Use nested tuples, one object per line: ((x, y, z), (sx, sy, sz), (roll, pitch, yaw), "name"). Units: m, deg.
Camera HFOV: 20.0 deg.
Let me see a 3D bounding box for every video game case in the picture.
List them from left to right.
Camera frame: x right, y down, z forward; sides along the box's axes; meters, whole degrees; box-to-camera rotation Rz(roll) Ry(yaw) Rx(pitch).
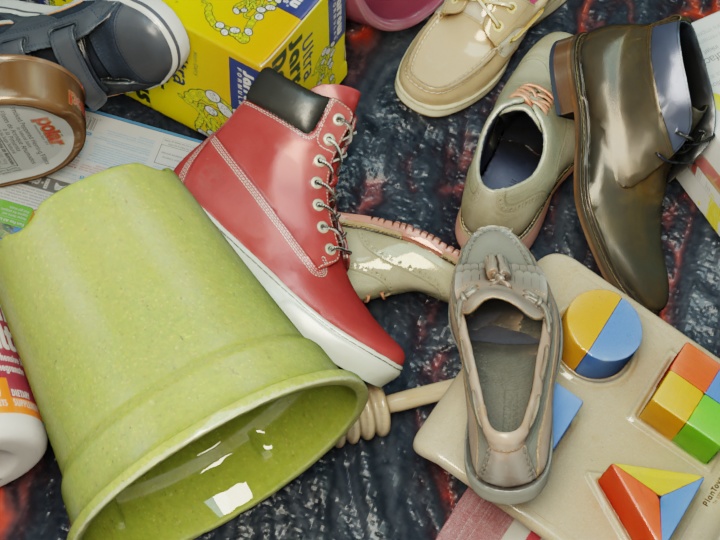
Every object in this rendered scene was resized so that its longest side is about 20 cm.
((-0.187, -0.021, 1.376), (0.142, 0.018, 0.201), (16, 57, 5), "video game case")

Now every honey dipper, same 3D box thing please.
((0.063, 0.077, 1.328), (0.198, 0.038, 0.038), (-13, 59, -18), "honey dipper")

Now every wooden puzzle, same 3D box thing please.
((0.160, 0.094, 1.288), (0.199, 0.046, 0.186), (32, 57, 9), "wooden puzzle")

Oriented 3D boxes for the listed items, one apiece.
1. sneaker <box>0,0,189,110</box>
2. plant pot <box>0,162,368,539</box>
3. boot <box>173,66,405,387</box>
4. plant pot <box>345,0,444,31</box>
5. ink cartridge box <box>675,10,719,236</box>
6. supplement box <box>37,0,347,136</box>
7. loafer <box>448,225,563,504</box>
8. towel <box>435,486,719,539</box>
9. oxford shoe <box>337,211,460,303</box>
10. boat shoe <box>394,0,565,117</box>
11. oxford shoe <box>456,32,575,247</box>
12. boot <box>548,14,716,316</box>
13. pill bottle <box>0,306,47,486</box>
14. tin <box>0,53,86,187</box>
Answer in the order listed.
((-0.205, -0.140, 1.381), (0.199, 0.079, 0.080), (1, 39, 41), "sneaker")
((-0.124, 0.045, 1.215), (0.199, 0.201, 0.185), (-25, 71, -19), "plant pot")
((-0.019, -0.034, 1.299), (0.200, 0.072, 0.144), (42, 90, 13), "boot")
((-0.021, -0.293, 1.477), (0.178, 0.201, 0.200), (22, 56, 28), "plant pot")
((0.303, -0.089, 1.423), (0.144, 0.084, 0.201), (-24, 62, -19), "ink cartridge box")
((-0.118, -0.180, 1.423), (0.199, 0.109, 0.110), (27, 59, 18), "supplement box")
((0.090, 0.044, 1.247), (0.071, 0.063, 0.201), (-3, 50, 3), "loafer")
((0.160, 0.176, 1.278), (0.199, 0.023, 0.144), (31, 58, 13), "towel")
((0.000, 0.000, 1.361), (0.198, 0.071, 0.074), (20, 81, 9), "oxford shoe")
((0.094, -0.194, 1.481), (0.073, 0.069, 0.200), (32, 60, 16), "boat shoe")
((0.122, -0.100, 1.410), (0.070, 0.074, 0.201), (15, 54, 9), "oxford shoe")
((0.195, -0.072, 1.360), (0.074, 0.096, 0.202), (-9, 82, -57), "boot")
((-0.270, 0.035, 1.263), (0.109, 0.110, 0.202), (-15, 68, -14), "pill bottle")
((-0.277, -0.088, 1.345), (0.198, 0.112, 0.042), (-12, 67, 5), "tin")
